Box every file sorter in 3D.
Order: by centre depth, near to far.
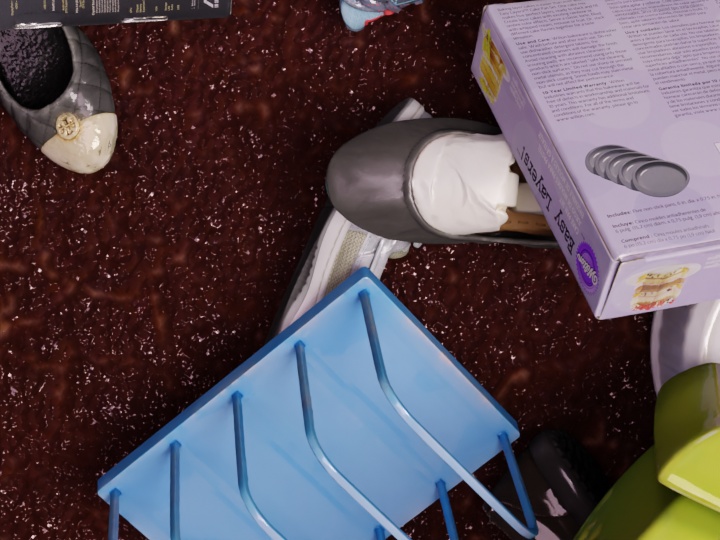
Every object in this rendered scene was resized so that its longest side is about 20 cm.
[{"bbox_3d":[-0.024,0.130,0.958,0.200,0.123,0.139,-38,114,14],"label":"file sorter"}]

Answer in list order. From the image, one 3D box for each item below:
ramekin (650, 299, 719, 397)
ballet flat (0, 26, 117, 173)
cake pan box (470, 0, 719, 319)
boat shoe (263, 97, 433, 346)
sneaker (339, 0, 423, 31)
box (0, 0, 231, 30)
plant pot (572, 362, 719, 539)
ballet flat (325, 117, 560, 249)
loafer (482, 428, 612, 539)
[{"bbox_3d":[0.258,0.049,0.962,0.201,0.094,0.204,0,94,7],"label":"ramekin"},{"bbox_3d":[-0.202,-0.145,1.026,0.066,0.057,0.201,-28,90,9],"label":"ballet flat"},{"bbox_3d":[0.178,-0.072,0.905,0.199,0.052,0.185,-11,53,-17],"label":"cake pan box"},{"bbox_3d":[0.000,0.001,1.006,0.064,0.074,0.203,23,99,-6],"label":"boat shoe"},{"bbox_3d":[0.022,-0.178,0.997,0.199,0.079,0.096,16,109,13],"label":"sneaker"},{"bbox_3d":[-0.148,-0.232,0.955,0.159,0.044,0.201,-6,118,-17],"label":"box"},{"bbox_3d":[0.193,0.163,0.843,0.199,0.199,0.182,25,102,6],"label":"plant pot"},{"bbox_3d":[0.082,-0.045,0.950,0.199,0.068,0.069,4,88,-24],"label":"ballet flat"},{"bbox_3d":[0.139,0.186,1.005,0.071,0.073,0.201,-34,84,18],"label":"loafer"}]
